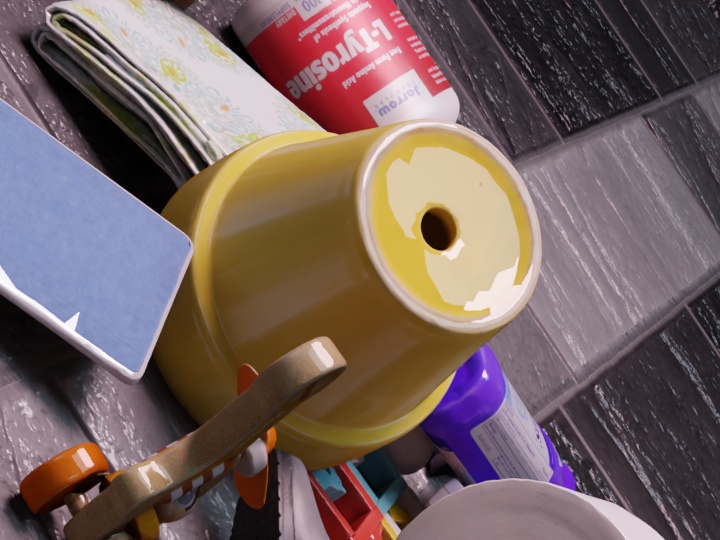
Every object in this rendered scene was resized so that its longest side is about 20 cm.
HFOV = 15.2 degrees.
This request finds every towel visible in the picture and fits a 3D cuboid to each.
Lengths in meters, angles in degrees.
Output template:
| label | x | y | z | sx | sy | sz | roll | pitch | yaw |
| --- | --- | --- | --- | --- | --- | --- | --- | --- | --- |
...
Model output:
| label | x | y | z | sx | sy | sz | roll | pitch | yaw |
| --- | --- | --- | --- | --- | --- | --- | --- | --- | --- |
| towel | -0.111 | -0.116 | 1.768 | 0.171 | 0.048 | 0.200 | 44 | 18 | 11 |

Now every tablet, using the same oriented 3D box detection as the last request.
| label | x | y | z | sx | sy | sz | roll | pitch | yaw |
| --- | --- | --- | --- | --- | --- | --- | --- | --- | --- |
| tablet | -0.186 | -0.032 | 1.488 | 0.200 | 0.014 | 0.130 | 37 | 38 | -15 |

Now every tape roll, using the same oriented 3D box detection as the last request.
| label | x | y | z | sx | sy | sz | roll | pitch | yaw |
| --- | --- | --- | --- | --- | --- | --- | --- | --- | --- |
| tape roll | 0.097 | 0.223 | 1.542 | 0.071 | 0.202 | 0.203 | 24 | 37 | -56 |

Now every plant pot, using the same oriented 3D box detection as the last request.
| label | x | y | z | sx | sy | sz | roll | pitch | yaw |
| --- | --- | --- | --- | --- | --- | --- | --- | --- | --- |
| plant pot | 0.000 | 0.000 | 1.582 | 0.200 | 0.189 | 0.201 | 12 | 67 | -30 |

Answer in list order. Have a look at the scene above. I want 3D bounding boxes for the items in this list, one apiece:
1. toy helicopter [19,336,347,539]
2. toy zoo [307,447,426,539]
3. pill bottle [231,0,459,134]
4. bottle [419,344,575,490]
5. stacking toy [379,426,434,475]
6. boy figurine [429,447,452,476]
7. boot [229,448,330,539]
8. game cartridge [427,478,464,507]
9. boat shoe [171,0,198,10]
| label | x | y | z | sx | sy | sz | roll | pitch | yaw |
| --- | --- | --- | --- | --- | --- | --- | --- | --- | --- |
| toy helicopter | -0.070 | 0.091 | 1.372 | 0.132 | 0.200 | 0.079 | -17 | 72 | -51 |
| toy zoo | 0.004 | 0.154 | 1.700 | 0.200 | 0.020 | 0.131 | 54 | 20 | -2 |
| pill bottle | 0.002 | -0.136 | 2.012 | 0.200 | 0.112 | 0.112 | 55 | 20 | 1 |
| bottle | 0.092 | 0.120 | 1.760 | 0.200 | 0.065 | 0.084 | 55 | 3 | -41 |
| stacking toy | 0.010 | 0.037 | 1.784 | 0.146 | 0.146 | 0.201 | -19 | 91 | -69 |
| boy figurine | 0.042 | 0.047 | 1.894 | 0.124 | 0.064 | 0.200 | 9 | 52 | -60 |
| boot | 0.003 | 0.198 | 1.499 | 0.131 | 0.070 | 0.200 | 8 | 56 | -27 |
| game cartridge | 0.125 | 0.225 | 1.716 | 0.200 | 0.038 | 0.130 | 48 | -9 | 26 |
| boat shoe | -0.154 | -0.268 | 1.925 | 0.076 | 0.072 | 0.200 | 18 | 42 | -59 |
